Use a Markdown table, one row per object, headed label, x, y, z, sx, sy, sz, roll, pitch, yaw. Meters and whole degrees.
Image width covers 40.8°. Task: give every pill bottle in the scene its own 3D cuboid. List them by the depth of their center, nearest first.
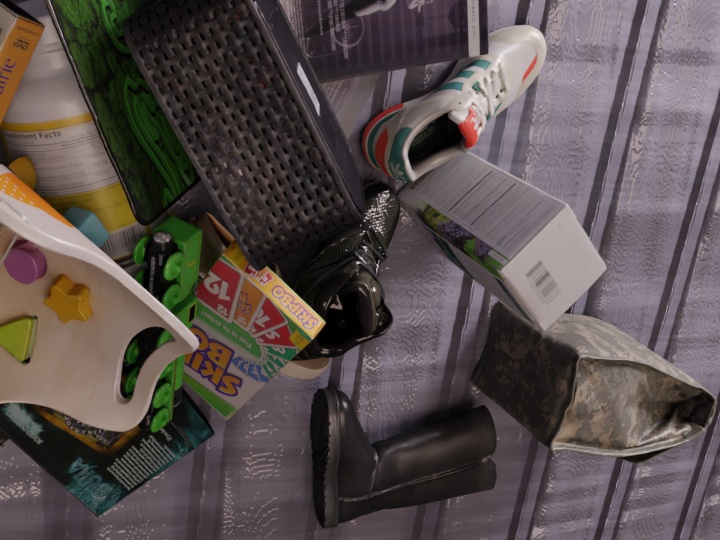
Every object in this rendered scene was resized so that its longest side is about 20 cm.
| label | x | y | z | sx | sy | sz | roll | pitch | yaw |
| --- | --- | --- | --- | --- | --- | --- | --- | --- | --- |
| pill bottle | -0.212 | -0.099 | 0.737 | 0.110 | 0.112 | 0.203 | -16 | 118 | -15 |

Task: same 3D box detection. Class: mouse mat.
| label | x | y | z | sx | sy | sz | roll | pitch | yaw |
| --- | --- | --- | --- | --- | --- | --- | --- | --- | --- |
| mouse mat | -0.165 | -0.147 | 0.701 | 0.007 | 0.161 | 0.203 | -13 | 109 | 16 |

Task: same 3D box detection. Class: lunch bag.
| label | x | y | z | sx | sy | sz | roll | pitch | yaw |
| --- | --- | --- | --- | --- | --- | --- | --- | --- | --- |
| lunch bag | 0.243 | 0.116 | 0.996 | 0.197 | 0.164 | 0.120 | 9 | 103 | -25 |

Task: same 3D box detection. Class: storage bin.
| label | x | y | z | sx | sy | sz | roll | pitch | yaw |
| --- | --- | --- | --- | --- | --- | --- | --- | --- | --- |
| storage bin | -0.078 | -0.121 | 0.721 | 0.093 | 0.136 | 0.202 | -25 | 111 | 8 |

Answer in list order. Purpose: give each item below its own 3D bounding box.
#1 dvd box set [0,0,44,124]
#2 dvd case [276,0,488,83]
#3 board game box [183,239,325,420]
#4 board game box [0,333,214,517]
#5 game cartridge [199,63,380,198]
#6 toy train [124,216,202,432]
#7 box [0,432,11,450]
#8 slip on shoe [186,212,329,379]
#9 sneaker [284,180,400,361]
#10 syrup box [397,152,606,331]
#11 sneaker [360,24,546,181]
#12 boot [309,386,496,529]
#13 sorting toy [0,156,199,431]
| label | x | y | z | sx | sy | sz | roll | pitch | yaw |
| --- | --- | --- | --- | --- | --- | --- | --- | --- | --- |
| dvd box set | -0.310 | -0.112 | 0.676 | 0.029 | 0.146 | 0.202 | 11 | 110 | -59 |
| dvd case | 0.014 | -0.239 | 0.793 | 0.197 | 0.016 | 0.151 | -13 | 114 | -17 |
| board game box | -0.111 | 0.059 | 0.810 | 0.095 | 0.200 | 0.030 | 43 | 52 | -2 |
| board game box | -0.222 | 0.126 | 0.841 | 0.134 | 0.028 | 0.201 | -34 | 140 | -9 |
| game cartridge | -0.058 | -0.154 | 0.826 | 0.128 | 0.038 | 0.202 | 22 | 102 | -33 |
| toy train | -0.156 | 0.047 | 0.769 | 0.056 | 0.041 | 0.202 | -46 | 156 | -49 |
| box | -0.323 | 0.046 | 0.791 | 0.159 | 0.049 | 0.201 | -37 | 122 | -2 |
| slip on shoe | -0.090 | 0.024 | 0.866 | 0.060 | 0.076 | 0.200 | -40 | 115 | 16 |
| sneaker | 0.000 | 0.000 | 0.840 | 0.200 | 0.113 | 0.077 | -52 | 125 | -32 |
| syrup box | 0.117 | -0.036 | 0.854 | 0.081 | 0.200 | 0.079 | -43 | 122 | -4 |
| sneaker | 0.098 | -0.142 | 0.861 | 0.198 | 0.093 | 0.071 | -34 | 121 | -5 |
| boot | 0.050 | 0.175 | 0.996 | 0.196 | 0.066 | 0.167 | -8 | 124 | -16 |
| sorting toy | -0.212 | 0.035 | 0.692 | 0.179 | 0.107 | 0.200 | 36 | 124 | -10 |
